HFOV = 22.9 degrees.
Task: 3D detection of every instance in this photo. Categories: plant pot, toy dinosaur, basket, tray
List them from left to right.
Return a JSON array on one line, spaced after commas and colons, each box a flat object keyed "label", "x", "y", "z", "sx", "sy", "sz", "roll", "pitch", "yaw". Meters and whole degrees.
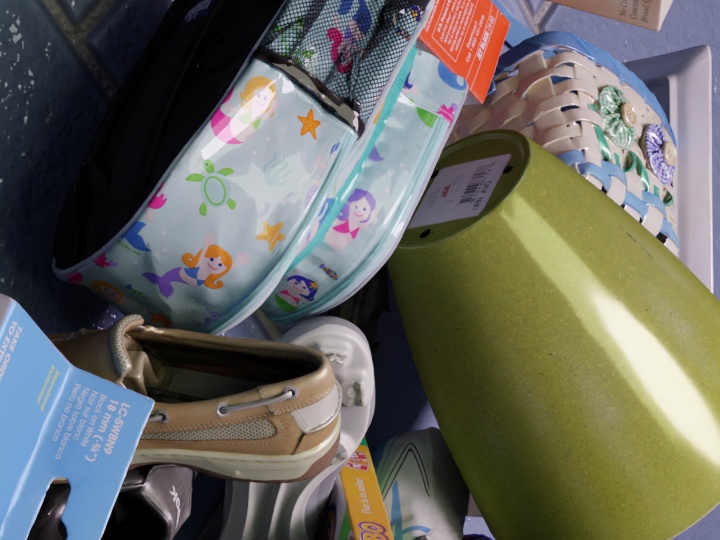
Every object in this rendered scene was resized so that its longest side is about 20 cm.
[{"label": "toy dinosaur", "x": 0.000, "y": 0.000, "z": 1.008, "sx": 0.088, "sy": 0.047, "sz": 0.201, "roll": -81, "pitch": -176, "yaw": -75}, {"label": "plant pot", "x": 0.101, "y": 0.026, "z": 0.973, "sx": 0.200, "sy": 0.187, "sz": 0.187, "roll": 55, "pitch": 51, "yaw": -28}, {"label": "basket", "x": 0.118, "y": -0.085, "z": 1.122, "sx": 0.176, "sy": 0.139, "sz": 0.201, "roll": 32, "pitch": 31, "yaw": -45}, {"label": "tray", "x": 0.194, "y": -0.045, "z": 1.180, "sx": 0.022, "sy": 0.107, "sz": 0.201, "roll": 1, "pitch": 88, "yaw": -27}]

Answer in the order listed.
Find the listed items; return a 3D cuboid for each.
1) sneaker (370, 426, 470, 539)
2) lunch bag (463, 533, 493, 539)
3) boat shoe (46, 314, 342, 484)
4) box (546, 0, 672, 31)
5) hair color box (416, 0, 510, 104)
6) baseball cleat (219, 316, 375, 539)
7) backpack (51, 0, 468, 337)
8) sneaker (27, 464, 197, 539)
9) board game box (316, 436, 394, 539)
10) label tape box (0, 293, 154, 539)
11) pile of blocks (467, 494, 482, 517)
[{"label": "sneaker", "x": 0.024, "y": 0.160, "z": 0.985, "sx": 0.072, "sy": 0.072, "sz": 0.200, "roll": 55, "pitch": 18, "yaw": -19}, {"label": "lunch bag", "x": 0.060, "y": 0.268, "z": 1.038, "sx": 0.200, "sy": 0.123, "sz": 0.171, "roll": -50, "pitch": 128, "yaw": -68}, {"label": "boat shoe", "x": -0.108, "y": 0.048, "z": 0.798, "sx": 0.076, "sy": 0.199, "sz": 0.072, "roll": 90, "pitch": -1, "yaw": -50}, {"label": "box", "x": 0.092, "y": -0.218, "z": 1.021, "sx": 0.095, "sy": 0.199, "sz": 0.078, "roll": 81, "pitch": 30, "yaw": -57}, {"label": "hair color box", "x": -0.014, "y": -0.167, "z": 0.980, "sx": 0.200, "sy": 0.101, "sz": 0.061, "roll": 40, "pitch": 61, "yaw": -42}, {"label": "baseball cleat", "x": -0.042, "y": 0.088, "z": 0.921, "sx": 0.107, "sy": 0.069, "sz": 0.201, "roll": -95, "pitch": -159, "yaw": -56}, {"label": "backpack", "x": -0.055, "y": -0.055, "z": 0.864, "sx": 0.150, "sy": 0.177, "sz": 0.200, "roll": 40, "pitch": 59, "yaw": -16}, {"label": "sneaker", "x": -0.109, "y": 0.105, "z": 0.861, "sx": 0.200, "sy": 0.090, "sz": 0.067, "roll": -31, "pitch": 128, "yaw": -44}, {"label": "board game box", "x": -0.008, "y": 0.162, "z": 0.924, "sx": 0.030, "sy": 0.200, "sz": 0.096, "roll": 11, "pitch": 108, "yaw": -8}, {"label": "label tape box", "x": -0.195, "y": 0.069, "z": 0.703, "sx": 0.199, "sy": 0.063, "sz": 0.145, "roll": 22, "pitch": 67, "yaw": -5}, {"label": "pile of blocks", "x": 0.132, "y": 0.084, "z": 1.178, "sx": 0.082, "sy": 0.062, "sz": 0.201, "roll": 48, "pitch": 55, "yaw": -38}]
